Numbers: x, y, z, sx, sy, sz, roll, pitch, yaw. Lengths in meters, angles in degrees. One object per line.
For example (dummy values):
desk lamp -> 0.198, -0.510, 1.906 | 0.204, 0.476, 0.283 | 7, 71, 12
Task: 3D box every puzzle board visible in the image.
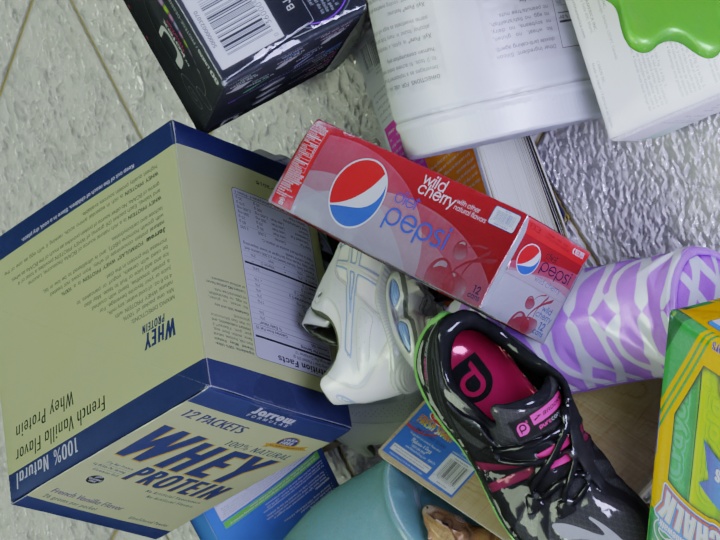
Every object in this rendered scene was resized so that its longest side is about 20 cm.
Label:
puzzle board -> 0.117, 0.098, 1.533 | 0.200, 0.151, 0.017 | 29, 163, 52

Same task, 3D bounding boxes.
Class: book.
book -> 0.059, -0.083, 1.637 | 0.134, 0.048, 0.200 | -36, 70, 61

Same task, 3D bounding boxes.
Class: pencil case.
pencil case -> 0.136, 0.041, 1.477 | 0.200, 0.084, 0.086 | -14, 80, 45

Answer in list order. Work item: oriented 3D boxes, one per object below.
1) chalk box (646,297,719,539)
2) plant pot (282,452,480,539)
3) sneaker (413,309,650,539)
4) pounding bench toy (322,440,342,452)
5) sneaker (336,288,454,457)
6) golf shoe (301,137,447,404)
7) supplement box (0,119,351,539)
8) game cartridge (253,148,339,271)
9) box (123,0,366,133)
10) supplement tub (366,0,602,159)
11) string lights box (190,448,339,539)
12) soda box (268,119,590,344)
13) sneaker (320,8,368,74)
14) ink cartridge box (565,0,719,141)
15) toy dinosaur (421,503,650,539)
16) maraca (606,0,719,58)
chalk box -> 0.240, 0.120, 1.336 | 0.125, 0.124, 0.200 | 34, 129, 50
plant pot -> 0.039, 0.212, 1.656 | 0.200, 0.200, 0.188 | 58, 134, 29
sneaker -> 0.099, 0.104, 1.418 | 0.200, 0.077, 0.084 | 47, 168, 13
pounding bench toy -> -0.136, 0.108, 1.880 | 0.124, 0.200, 0.156 | -33, 72, 58
sneaker -> 0.032, 0.068, 1.678 | 0.092, 0.076, 0.200 | 36, 145, -17
golf shoe -> 0.000, 0.000, 1.594 | 0.078, 0.097, 0.200 | 52, -158, -42
supplement box -> -0.133, 0.044, 1.673 | 0.200, 0.134, 0.200 | -31, 56, 33
game cartridge -> -0.016, -0.009, 1.766 | 0.200, 0.038, 0.130 | 25, 144, 54
box -> -0.081, -0.174, 1.584 | 0.122, 0.106, 0.200 | 61, 170, 2
supplement tub -> 0.067, -0.177, 1.502 | 0.132, 0.132, 0.200 | -9, 93, 59
string lights box -> -0.066, 0.180, 1.814 | 0.059, 0.103, 0.200 | 37, 157, 47
soda box -> 0.039, -0.026, 1.484 | 0.200, 0.070, 0.063 | 28, 90, 44
sneaker -> -0.061, -0.178, 1.737 | 0.200, 0.088, 0.076 | -30, 44, 57
ink cartridge box -> 0.200, -0.178, 1.383 | 0.200, 0.050, 0.161 | -22, 82, 41
toy dinosaur -> 0.142, 0.157, 1.552 | 0.106, 0.200, 0.061 | -61, -39, -73
maraca -> 0.139, -0.194, 1.325 | 0.200, 0.137, 0.107 | 48, 158, 18
